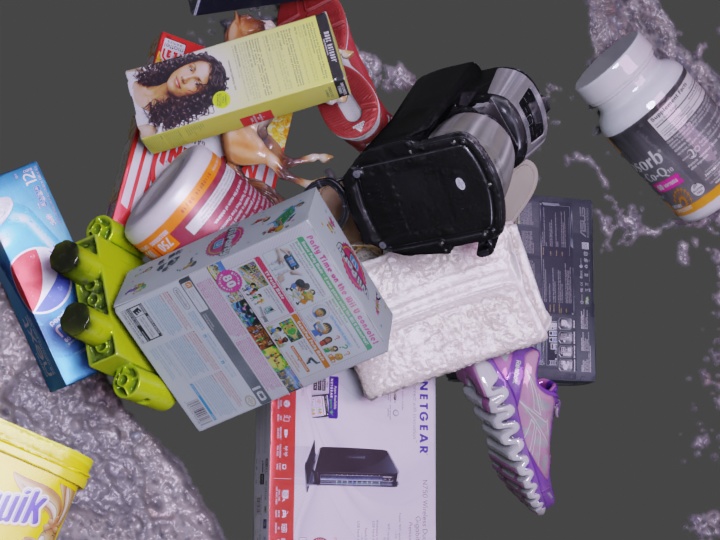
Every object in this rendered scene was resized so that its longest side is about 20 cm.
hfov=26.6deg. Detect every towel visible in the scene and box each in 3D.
[{"bbox_3d":[0.077,0.036,1.486,0.199,0.034,0.133,-19,83,-4],"label":"towel"}]

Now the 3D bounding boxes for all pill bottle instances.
[{"bbox_3d":[-0.111,-0.014,1.418,0.200,0.113,0.113,41,68,-16],"label":"pill bottle"},{"bbox_3d":[0.337,-0.160,1.689,0.200,0.116,0.116,45,67,-10],"label":"pill bottle"}]

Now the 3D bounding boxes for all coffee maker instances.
[{"bbox_3d":[0.067,-0.113,1.446,0.191,0.135,0.200,11,30,14],"label":"coffee maker"}]

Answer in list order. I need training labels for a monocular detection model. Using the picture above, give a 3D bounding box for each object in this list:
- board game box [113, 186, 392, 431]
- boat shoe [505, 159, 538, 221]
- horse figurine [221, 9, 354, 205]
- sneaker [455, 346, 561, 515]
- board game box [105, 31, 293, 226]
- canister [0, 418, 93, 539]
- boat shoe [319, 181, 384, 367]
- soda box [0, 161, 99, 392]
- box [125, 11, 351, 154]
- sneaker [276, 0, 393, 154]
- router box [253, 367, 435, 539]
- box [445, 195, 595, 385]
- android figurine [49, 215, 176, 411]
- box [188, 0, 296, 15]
[{"bbox_3d":[-0.093,0.036,1.344,0.148,0.199,0.064,59,20,-24],"label":"board game box"},{"bbox_3d":[0.099,-0.041,1.560,0.200,0.063,0.073,-50,137,-6],"label":"boat shoe"},{"bbox_3d":[-0.084,-0.149,1.475,0.132,0.050,0.201,11,84,6],"label":"horse figurine"},{"bbox_3d":[0.170,0.156,1.554,0.088,0.080,0.201,-28,114,-17],"label":"sneaker"},{"bbox_3d":[-0.156,-0.113,1.503,0.151,0.046,0.201,17,75,-20],"label":"board game box"},{"bbox_3d":[-0.342,0.234,1.343,0.148,0.086,0.201,26,73,-17],"label":"canister"},{"bbox_3d":[0.000,0.000,1.539,0.073,0.069,0.201,-18,88,-25],"label":"boat shoe"},{"bbox_3d":[-0.293,0.007,1.411,0.064,0.068,0.201,-25,92,-25],"label":"soda box"},{"bbox_3d":[-0.114,-0.175,1.431,0.199,0.050,0.076,-17,74,1],"label":"box"},{"bbox_3d":[-0.022,-0.194,1.571,0.078,0.116,0.201,-22,63,8],"label":"sneaker"},{"bbox_3d":[-0.015,0.197,1.510,0.179,0.049,0.201,4,79,-23],"label":"router box"},{"bbox_3d":[0.169,0.020,1.618,0.157,0.051,0.201,3,80,-21],"label":"box"},{"bbox_3d":[-0.209,0.043,1.398,0.200,0.041,0.183,36,35,-57],"label":"android figurine"},{"bbox_3d":[-0.096,-0.367,1.512,0.199,0.104,0.183,-14,66,-25],"label":"box"}]
